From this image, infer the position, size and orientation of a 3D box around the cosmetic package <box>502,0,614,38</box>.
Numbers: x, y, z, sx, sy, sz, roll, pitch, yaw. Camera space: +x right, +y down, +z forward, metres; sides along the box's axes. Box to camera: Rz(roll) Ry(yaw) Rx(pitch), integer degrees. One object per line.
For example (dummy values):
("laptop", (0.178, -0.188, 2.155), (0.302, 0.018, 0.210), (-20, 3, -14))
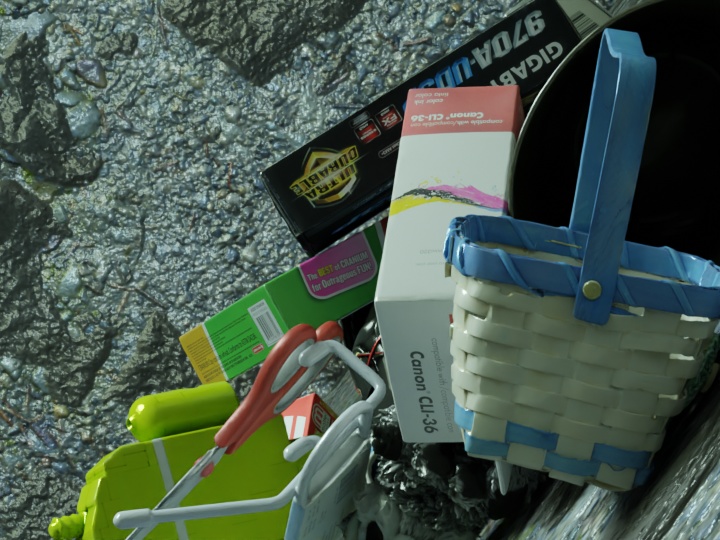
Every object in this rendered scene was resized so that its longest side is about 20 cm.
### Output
("cosmetic package", (0.118, -0.080, 1.877), (0.071, 0.105, 0.201), (-36, -21, -44))

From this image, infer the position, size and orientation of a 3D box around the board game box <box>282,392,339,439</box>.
("board game box", (-0.089, 0.190, 1.861), (0.151, 0.046, 0.201), (-22, 39, 28))

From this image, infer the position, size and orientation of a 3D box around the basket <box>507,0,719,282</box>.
("basket", (0.163, -0.071, 1.573), (0.181, 0.136, 0.200), (-54, -1, 8))

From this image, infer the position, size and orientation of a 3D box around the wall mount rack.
("wall mount rack", (-0.061, 0.135, 1.636), (0.174, 0.074, 0.200), (-44, -19, -28))

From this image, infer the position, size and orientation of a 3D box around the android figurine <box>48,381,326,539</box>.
("android figurine", (-0.092, 0.160, 1.725), (0.199, 0.183, 0.041), (-12, -10, -30))

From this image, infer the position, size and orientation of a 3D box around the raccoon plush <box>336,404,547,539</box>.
("raccoon plush", (0.068, 0.098, 1.637), (0.200, 0.097, 0.134), (-46, -9, -30))

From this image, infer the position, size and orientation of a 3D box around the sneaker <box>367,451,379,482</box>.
("sneaker", (0.069, 0.089, 1.957), (0.200, 0.072, 0.073), (-50, 31, 8))

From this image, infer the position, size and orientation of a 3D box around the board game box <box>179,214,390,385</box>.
("board game box", (0.000, 0.000, 1.772), (0.199, 0.041, 0.153), (-29, 0, -28))

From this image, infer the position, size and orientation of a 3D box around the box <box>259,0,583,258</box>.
("box", (0.037, -0.084, 1.681), (0.199, 0.046, 0.159), (-33, -4, -1))

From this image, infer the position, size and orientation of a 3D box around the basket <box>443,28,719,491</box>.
("basket", (0.109, -0.010, 1.345), (0.176, 0.138, 0.202), (-68, -16, -79))

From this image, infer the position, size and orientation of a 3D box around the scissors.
("scissors", (-0.080, 0.107, 1.655), (0.200, 0.014, 0.073), (-52, -16, 4))

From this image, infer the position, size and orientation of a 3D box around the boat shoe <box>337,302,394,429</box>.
("boat shoe", (0.020, 0.062, 1.920), (0.074, 0.063, 0.202), (-41, 29, 21))

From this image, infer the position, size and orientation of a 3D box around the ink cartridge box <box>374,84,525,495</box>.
("ink cartridge box", (0.053, 0.011, 1.528), (0.117, 0.067, 0.201), (77, -164, -45))
